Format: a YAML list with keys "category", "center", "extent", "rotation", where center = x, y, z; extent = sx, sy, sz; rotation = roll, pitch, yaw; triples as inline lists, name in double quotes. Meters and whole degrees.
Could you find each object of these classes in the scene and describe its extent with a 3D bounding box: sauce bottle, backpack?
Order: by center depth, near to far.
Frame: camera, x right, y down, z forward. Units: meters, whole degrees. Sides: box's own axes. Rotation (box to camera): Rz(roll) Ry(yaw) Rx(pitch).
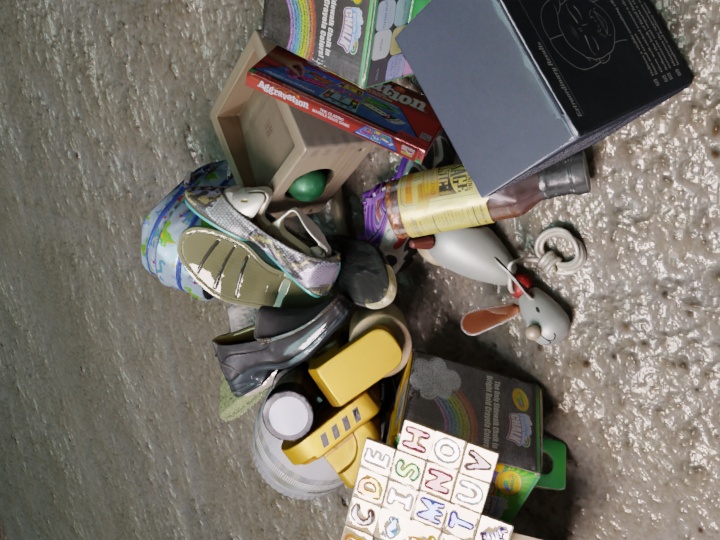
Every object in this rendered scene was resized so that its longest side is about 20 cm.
- category: "sauce bottle"
  center: [0.123, -0.079, 0.823]
  extent: [0.197, 0.066, 0.067]
  rotation: [-11, 103, 20]
- category: "backpack"
  center: [-0.191, -0.051, 1.088]
  extent: [0.151, 0.202, 0.165]
  rotation: [15, 131, -2]

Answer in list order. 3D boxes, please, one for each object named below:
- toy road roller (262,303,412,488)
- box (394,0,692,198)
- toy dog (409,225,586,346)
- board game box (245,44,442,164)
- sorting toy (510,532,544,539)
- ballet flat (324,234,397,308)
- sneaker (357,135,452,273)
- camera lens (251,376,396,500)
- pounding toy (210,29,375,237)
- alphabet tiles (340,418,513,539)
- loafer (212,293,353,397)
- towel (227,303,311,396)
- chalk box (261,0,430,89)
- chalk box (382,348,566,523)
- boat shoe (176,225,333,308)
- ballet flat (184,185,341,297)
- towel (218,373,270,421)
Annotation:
- category: "toy road roller"
  center: [-0.007, 0.145, 0.948]
  extent: [0.199, 0.123, 0.147]
  rotation: [-37, 98, 6]
- category: "box"
  center: [0.153, -0.171, 0.683]
  extent: [0.107, 0.199, 0.150]
  rotation: [-32, 85, 49]
- category: "toy dog"
  center: [0.125, 0.000, 0.879]
  extent: [0.199, 0.096, 0.134]
  rotation: [31, 130, 33]
- category: "board game box"
  center: [-0.009, -0.181, 0.874]
  extent: [0.197, 0.103, 0.020]
  rotation: [25, 130, 6]
- category: "sorting toy"
  center: [0.121, 0.326, 0.937]
  extent: [0.196, 0.071, 0.199]
  rotation: [9, 159, 18]
- category: "ballet flat"
  center: [0.000, 0.000, 0.971]
  extent: [0.056, 0.067, 0.200]
  rotation: [33, -179, -26]
- category: "sneaker"
  center: [0.036, -0.079, 0.953]
  extent: [0.084, 0.080, 0.201]
  rotation: [50, 139, 24]
- category: "camera lens"
  center: [-0.052, 0.194, 1.121]
  extent: [0.160, 0.159, 0.201]
  rotation: [48, 137, 18]
- category: "pounding toy"
  center: [-0.066, -0.146, 1.004]
  extent: [0.184, 0.140, 0.203]
  rotation: [-44, 65, 50]
- category: "alphabet tiles"
  center: [0.067, 0.256, 0.847]
  extent: [0.164, 0.008, 0.203]
  rotation: [17, 106, 14]
- category: "loafer"
  center: [-0.094, 0.072, 0.949]
  extent: [0.199, 0.073, 0.073]
  rotation: [-33, 97, 28]
- category: "towel"
  center: [-0.106, 0.053, 1.084]
  extent: [0.035, 0.131, 0.202]
  rotation: [49, -162, -44]
- category: "chalk box"
  center: [0.012, -0.269, 0.847]
  extent: [0.199, 0.123, 0.127]
  rotation: [33, 130, 30]
- category: "chalk box"
  center: [0.128, 0.195, 0.926]
  extent: [0.197, 0.125, 0.125]
  rotation: [17, 132, -2]
- category: "boat shoe"
  center: [-0.126, 0.003, 0.997]
  extent: [0.075, 0.198, 0.068]
  rotation: [-59, 18, 10]
- category: "ballet flat"
  center: [-0.102, -0.053, 0.941]
  extent: [0.199, 0.072, 0.072]
  rotation: [35, 136, 1]
- category: "towel"
  center: [-0.162, 0.133, 1.256]
  extent: [0.200, 0.036, 0.151]
  rotation: [-42, 41, 48]
